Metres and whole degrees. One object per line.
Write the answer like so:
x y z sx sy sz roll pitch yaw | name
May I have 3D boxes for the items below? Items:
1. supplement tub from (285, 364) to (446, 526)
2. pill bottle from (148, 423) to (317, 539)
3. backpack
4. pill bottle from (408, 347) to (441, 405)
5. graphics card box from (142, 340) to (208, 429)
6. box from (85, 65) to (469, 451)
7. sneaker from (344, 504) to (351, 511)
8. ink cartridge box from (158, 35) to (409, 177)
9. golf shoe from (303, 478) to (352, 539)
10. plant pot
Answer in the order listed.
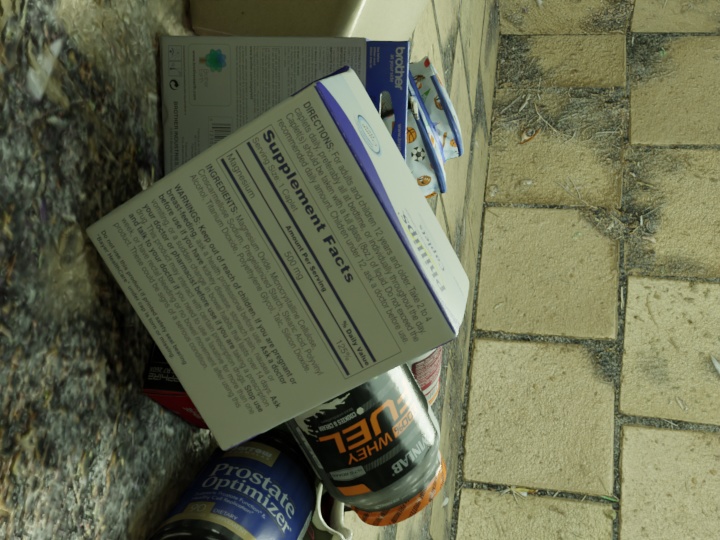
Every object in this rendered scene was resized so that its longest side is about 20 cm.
-0.006 0.119 0.795 0.202 0.121 0.123 61 26 -20 | supplement tub
-0.102 0.215 0.777 0.200 0.110 0.114 -56 147 -66 | pill bottle
0.063 -0.187 1.233 0.200 0.152 0.194 23 52 -75 | backpack
0.047 0.088 1.098 0.202 0.108 0.111 87 13 -50 | pill bottle
-0.124 0.026 0.773 0.126 0.050 0.203 62 32 -65 | graphics card box
-0.052 -0.009 0.625 0.186 0.198 0.105 59 21 -9 | box
-0.019 0.179 1.016 0.100 0.069 0.203 114 -22 -58 | sneaker
-0.058 -0.120 0.697 0.042 0.197 0.121 -38 130 -73 | ink cartridge box
-0.050 0.194 0.918 0.076 0.088 0.203 6 67 -45 | golf shoe
-0.044 -0.262 0.785 0.200 0.197 0.180 19 86 -76 | plant pot
